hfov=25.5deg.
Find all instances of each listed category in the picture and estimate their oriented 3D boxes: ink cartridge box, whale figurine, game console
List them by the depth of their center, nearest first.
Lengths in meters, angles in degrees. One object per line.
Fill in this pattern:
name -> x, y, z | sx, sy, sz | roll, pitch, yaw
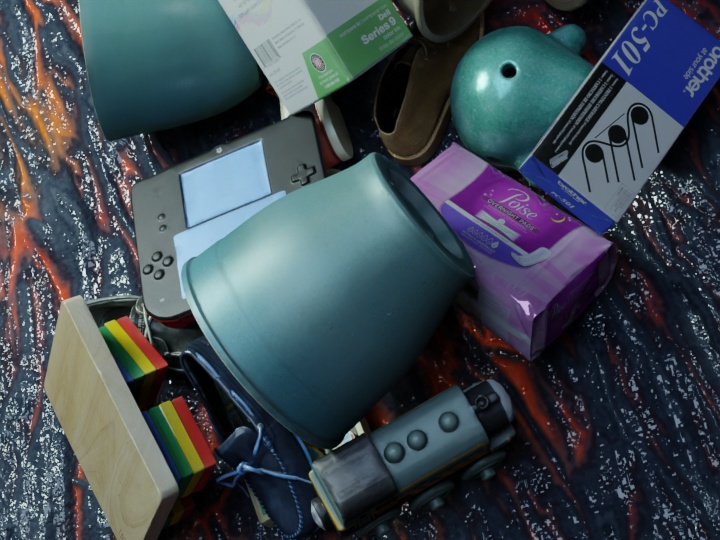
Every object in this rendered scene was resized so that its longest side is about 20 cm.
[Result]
ink cartridge box -> 0.232, -0.138, 1.378 | 0.094, 0.044, 0.201 | 37, 71, 0
whale figurine -> 0.177, -0.155, 1.435 | 0.198, 0.104, 0.161 | 11, 76, 18
ink cartridge box -> -0.062, -0.260, 1.448 | 0.087, 0.145, 0.201 | -38, 99, -24
game console -> -0.119, -0.048, 1.483 | 0.198, 0.031, 0.178 | -21, 58, 11

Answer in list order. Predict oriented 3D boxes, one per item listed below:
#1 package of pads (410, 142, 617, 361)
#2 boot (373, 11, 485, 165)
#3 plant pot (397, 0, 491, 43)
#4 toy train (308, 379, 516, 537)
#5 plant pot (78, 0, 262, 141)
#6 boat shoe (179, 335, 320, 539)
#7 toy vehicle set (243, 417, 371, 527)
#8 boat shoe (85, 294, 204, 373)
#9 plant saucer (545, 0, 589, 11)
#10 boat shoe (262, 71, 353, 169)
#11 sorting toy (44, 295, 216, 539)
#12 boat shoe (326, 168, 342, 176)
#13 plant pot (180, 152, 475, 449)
package of pads -> 0.116, -0.022, 1.412 | 0.199, 0.076, 0.120 | 35, 60, 28
boot -> 0.065, -0.206, 1.519 | 0.073, 0.075, 0.202 | 11, 75, 29
plant pot -> 0.038, -0.341, 1.465 | 0.183, 0.200, 0.201 | 31, 85, 21
toy train -> 0.046, 0.159, 1.355 | 0.199, 0.114, 0.086 | -27, 72, -6
plant pot -> -0.181, -0.236, 1.574 | 0.159, 0.201, 0.202 | -5, 68, 0
boat shoe -> -0.106, 0.153, 1.416 | 0.084, 0.068, 0.201 | -46, 69, 38
toy vehicle set -> -0.068, 0.123, 1.487 | 0.124, 0.026, 0.201 | -29, 63, 12
boat shoe -> -0.195, 0.060, 1.516 | 0.199, 0.071, 0.073 | -2, 78, 38
plant saucer -> 0.193, -0.341, 1.462 | 0.029, 0.200, 0.202 | -8, 64, -16
boat shoe -> -0.064, -0.185, 1.574 | 0.062, 0.071, 0.202 | -24, 68, 17
sorting toy -> -0.210, 0.141, 1.458 | 0.069, 0.200, 0.200 | -22, 71, -25
boat shoe -> 0.000, 0.000, 1.479 | 0.069, 0.074, 0.201 | -54, 46, 34
plant pot -> -0.015, 0.010, 1.321 | 0.188, 0.200, 0.201 | -41, 61, 12
